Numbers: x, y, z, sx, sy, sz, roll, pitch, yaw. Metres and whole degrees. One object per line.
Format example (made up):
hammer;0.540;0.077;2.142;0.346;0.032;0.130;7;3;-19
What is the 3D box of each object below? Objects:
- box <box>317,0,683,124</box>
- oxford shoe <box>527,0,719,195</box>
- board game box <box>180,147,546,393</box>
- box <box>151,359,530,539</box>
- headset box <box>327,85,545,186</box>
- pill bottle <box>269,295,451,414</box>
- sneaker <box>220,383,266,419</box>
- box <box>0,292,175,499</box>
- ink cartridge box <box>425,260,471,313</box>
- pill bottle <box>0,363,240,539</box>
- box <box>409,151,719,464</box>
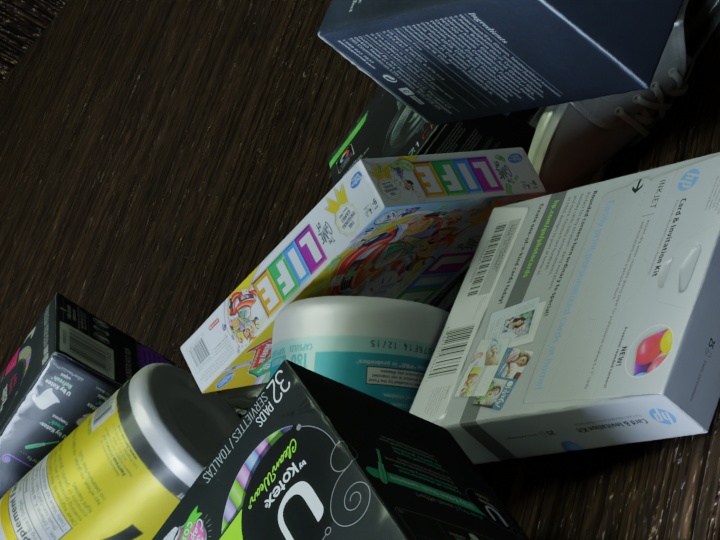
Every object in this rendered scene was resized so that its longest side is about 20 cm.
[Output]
box;0.094;-0.184;1.567;0.200;0.107;0.149;-6;55;54
oxford shoe;0.162;-0.111;1.587;0.200;0.058;0.075;-58;-24;6
board game box;0.000;0.000;1.572;0.200;0.134;0.034;-45;64;40
box;0.002;0.170;1.316;0.149;0.124;0.200;-54;39;14
headset box;0.069;-0.090;1.765;0.174;0.093;0.200;-53;16;15
pill bottle;-0.001;0.121;1.496;0.111;0.111;0.200;157;119;-64
sneaker;-0.028;0.087;1.781;0.200;0.076;0.091;-14;31;49
box;-0.223;0.138;1.864;0.200;0.106;0.122;-55;15;13
ink cartridge box;0.091;0.022;1.567;0.200;0.050;0.109;-43;22;46
pill bottle;-0.168;0.163;1.747;0.200;0.114;0.114;-42;21;20
box;0.123;0.022;1.410;0.200;0.041;0.156;-15;44;50
